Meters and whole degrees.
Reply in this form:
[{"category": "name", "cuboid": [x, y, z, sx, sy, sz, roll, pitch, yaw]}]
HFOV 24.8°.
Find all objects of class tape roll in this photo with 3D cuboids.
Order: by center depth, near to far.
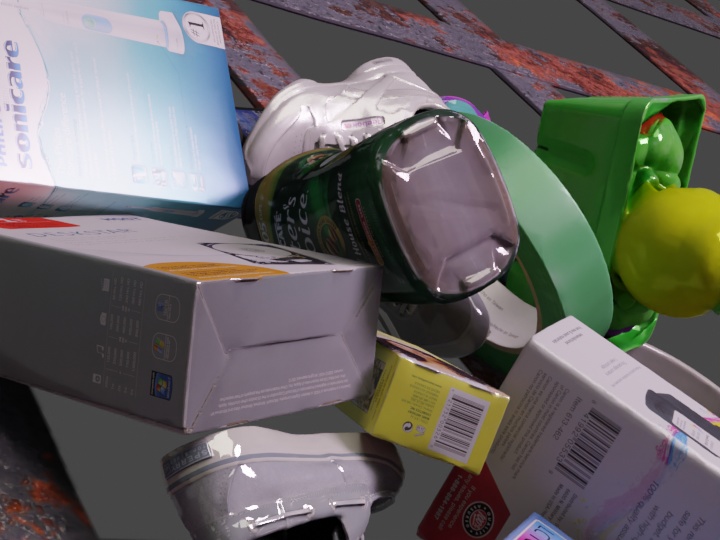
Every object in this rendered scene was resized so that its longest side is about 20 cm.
[{"category": "tape roll", "cuboid": [0.092, -0.015, 1.169, 0.048, 0.201, 0.200, -36, 59, -22]}]

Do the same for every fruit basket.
[{"category": "fruit basket", "cuboid": [0.220, -0.028, 1.216, 0.215, 0.217, 0.155, 38, 24, 22]}]

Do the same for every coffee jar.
[{"category": "coffee jar", "cuboid": [0.004, -0.028, 0.976, 0.085, 0.105, 0.200, -27, 7, -27]}]

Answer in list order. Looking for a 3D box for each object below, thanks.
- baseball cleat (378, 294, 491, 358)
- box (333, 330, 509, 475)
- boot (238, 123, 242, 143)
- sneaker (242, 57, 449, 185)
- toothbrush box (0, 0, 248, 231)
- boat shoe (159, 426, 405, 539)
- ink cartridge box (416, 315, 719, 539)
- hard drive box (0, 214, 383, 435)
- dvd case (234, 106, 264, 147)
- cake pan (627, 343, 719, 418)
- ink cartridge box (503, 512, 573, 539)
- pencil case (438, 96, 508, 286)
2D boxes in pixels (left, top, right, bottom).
[{"category": "baseball cleat", "cuboid": [0.000, 0.000, 1.176, 0.199, 0.070, 0.106, 31, 6, 35]}, {"category": "box", "cuboid": [0.020, 0.069, 0.989, 0.075, 0.051, 0.200, 22, 0, -17]}, {"category": "boot", "cuboid": [-0.185, -0.116, 1.201, 0.210, 0.080, 0.158, 28, 22, -2]}, {"category": "sneaker", "cuboid": [-0.008, -0.112, 1.317, 0.199, 0.075, 0.099, -28, 52, -33]}, {"category": "toothbrush box", "cuboid": [-0.178, -0.100, 1.026, 0.199, 0.085, 0.148, 4, 68, -45]}, {"category": "boat shoe", "cuboid": [-0.034, 0.129, 0.878, 0.200, 0.070, 0.072, 14, 54, -58]}, {"category": "ink cartridge box", "cuboid": [0.156, 0.146, 0.949, 0.199, 0.147, 0.083, 35, 21, 16]}, {"category": "hard drive box", "cuboid": [-0.113, 0.022, 0.895, 0.199, 0.078, 0.155, 11, 9, 35]}, {"category": "dvd case", "cuboid": [-0.024, -0.096, 1.426, 0.199, 0.018, 0.143, -2, 36, -49]}, {"category": "cake pan", "cuboid": [0.224, 0.115, 1.237, 0.199, 0.037, 0.201, 24, 23, -11]}, {"category": "ink cartridge box", "cuboid": [0.131, 0.228, 0.840, 0.199, 0.077, 0.136, 37, 24, 15]}, {"category": "pencil case", "cuboid": [0.089, -0.060, 1.362, 0.092, 0.086, 0.201, -18, 42, 0]}]
